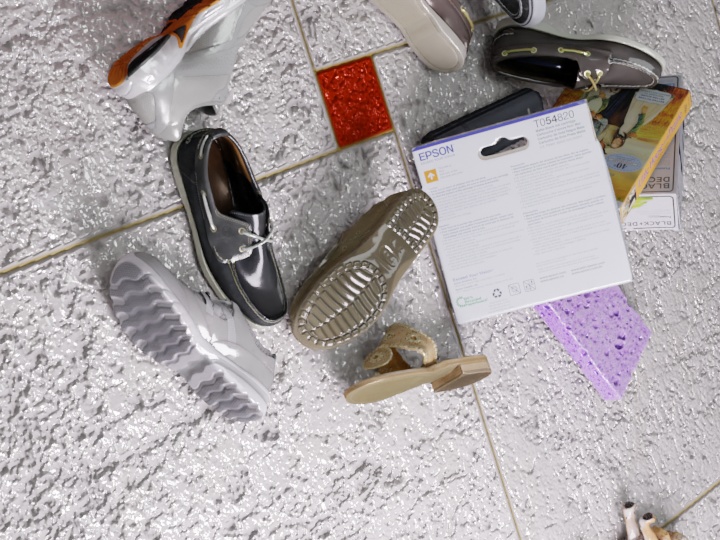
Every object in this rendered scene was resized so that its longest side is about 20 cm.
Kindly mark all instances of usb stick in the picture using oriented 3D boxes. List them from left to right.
[{"bbox_3d":[0.141,-0.156,1.450,0.199,0.032,0.056,-29,106,-40],"label":"usb stick"}]

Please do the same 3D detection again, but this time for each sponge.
[{"bbox_3d":[0.270,0.046,1.533,0.200,0.030,0.112,51,54,-23],"label":"sponge"}]

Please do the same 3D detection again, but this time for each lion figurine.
[{"bbox_3d":[0.316,0.359,1.518,0.199,0.072,0.123,-30,114,-24],"label":"lion figurine"}]

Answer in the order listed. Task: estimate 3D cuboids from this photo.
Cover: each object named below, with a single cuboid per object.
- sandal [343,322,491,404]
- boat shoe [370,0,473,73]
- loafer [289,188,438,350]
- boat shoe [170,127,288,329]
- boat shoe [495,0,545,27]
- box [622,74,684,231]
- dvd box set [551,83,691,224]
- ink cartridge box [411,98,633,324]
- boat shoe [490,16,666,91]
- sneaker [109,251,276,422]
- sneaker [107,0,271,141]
[{"bbox_3d":[0.049,0.089,1.329,0.211,0.077,0.070,-1,65,-46],"label":"sandal"},{"bbox_3d":[0.056,-0.303,1.375,0.200,0.071,0.060,48,51,-29],"label":"boat shoe"},{"bbox_3d":[0.000,0.000,1.292,0.200,0.067,0.076,-45,110,-18],"label":"loafer"},{"bbox_3d":[-0.114,-0.037,1.198,0.072,0.067,0.201,-32,108,-40],"label":"boat shoe"},{"bbox_3d":[0.134,-0.356,1.433,0.068,0.074,0.201,-26,90,-29],"label":"boat shoe"},{"bbox_3d":[0.320,-0.138,1.505,0.060,0.116,0.201,70,27,-47],"label":"box"},{"bbox_3d":[0.271,-0.146,1.465,0.200,0.145,0.030,-53,145,-29],"label":"dvd box set"},{"bbox_3d":[0.172,-0.062,1.373,0.041,0.198,0.202,-52,127,-76],"label":"ink cartridge box"},{"bbox_3d":[0.247,-0.235,1.473,0.199,0.072,0.061,13,64,5],"label":"boat shoe"},{"bbox_3d":[-0.150,0.049,1.165,0.200,0.074,0.082,52,41,-30],"label":"sneaker"},{"bbox_3d":[-0.144,-0.199,1.199,0.200,0.075,0.092,-46,121,-26],"label":"sneaker"}]
